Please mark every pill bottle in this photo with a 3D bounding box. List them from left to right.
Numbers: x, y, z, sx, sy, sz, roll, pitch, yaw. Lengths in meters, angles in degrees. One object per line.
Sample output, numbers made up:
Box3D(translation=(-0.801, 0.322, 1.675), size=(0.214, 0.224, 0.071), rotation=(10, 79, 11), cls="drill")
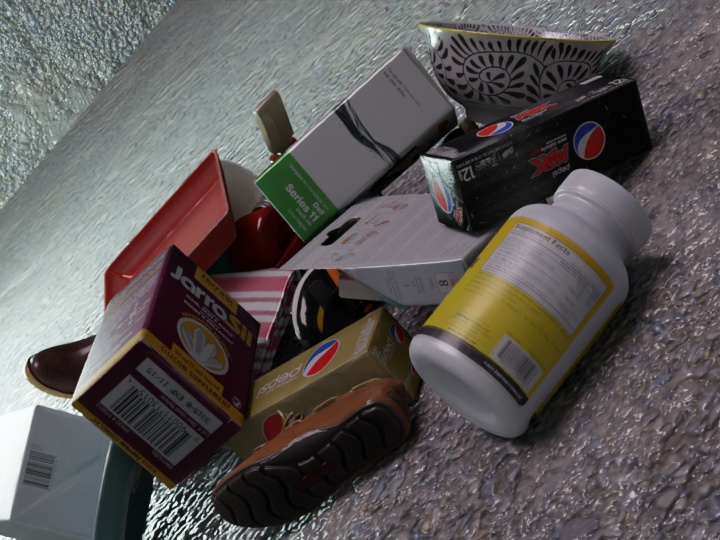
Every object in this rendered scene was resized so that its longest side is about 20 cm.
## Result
Box3D(translation=(0.137, 0.021, 1.208), size=(0.200, 0.112, 0.112), rotation=(-50, 21, -16), cls="pill bottle")

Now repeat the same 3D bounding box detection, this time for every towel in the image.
Box3D(translation=(-0.143, 0.090, 1.621), size=(0.145, 0.030, 0.201), rotation=(-1, 60, 40), cls="towel")

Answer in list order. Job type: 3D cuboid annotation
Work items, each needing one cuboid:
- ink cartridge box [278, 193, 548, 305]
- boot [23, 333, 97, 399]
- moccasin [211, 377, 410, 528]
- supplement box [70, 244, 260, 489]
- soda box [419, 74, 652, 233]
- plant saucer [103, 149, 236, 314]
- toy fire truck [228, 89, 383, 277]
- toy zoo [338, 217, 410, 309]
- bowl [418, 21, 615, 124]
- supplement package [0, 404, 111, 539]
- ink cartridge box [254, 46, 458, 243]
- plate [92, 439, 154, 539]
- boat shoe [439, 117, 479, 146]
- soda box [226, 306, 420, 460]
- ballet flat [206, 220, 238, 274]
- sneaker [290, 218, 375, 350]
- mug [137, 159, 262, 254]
Box3D(translation=(0.052, -0.021, 1.412), size=(0.199, 0.057, 0.162), rotation=(-8, 22, 36), cls="ink cartridge box")
Box3D(translation=(-0.282, 0.071, 1.823), size=(0.167, 0.199, 0.073), rotation=(-52, 56, 32), cls="boot")
Box3D(translation=(-0.045, 0.156, 1.355), size=(0.201, 0.074, 0.078), rotation=(-40, 14, 18), cls="moccasin")
Box3D(translation=(-0.178, 0.088, 1.477), size=(0.103, 0.131, 0.200), rotation=(-41, 19, 19), cls="supplement box")
Box3D(translation=(0.156, -0.105, 1.372), size=(0.199, 0.071, 0.063), rotation=(-25, 20, -19), cls="soda box")
Box3D(translation=(-0.205, -0.020, 1.716), size=(0.200, 0.037, 0.200), rotation=(-47, 23, 12), cls="plant saucer")
Box3D(translation=(-0.083, -0.081, 1.708), size=(0.128, 0.200, 0.177), rotation=(-18, 32, 51), cls="toy fire truck")
Box3D(translation=(0.053, -0.016, 1.454), size=(0.130, 0.021, 0.200), rotation=(-1, 28, 9), cls="toy zoo")
Box3D(translation=(0.155, -0.197, 1.584), size=(0.201, 0.199, 0.095), rotation=(-139, 51, -70), cls="bowl")
Box3D(translation=(-0.331, 0.221, 1.643), size=(0.200, 0.119, 0.122), rotation=(-20, 57, 59), cls="supplement package")
Box3D(translation=(0.000, -0.121, 1.570), size=(0.200, 0.083, 0.147), rotation=(-42, -4, 4), cls="ink cartridge box")
Box3D(translation=(-0.224, 0.217, 1.513), size=(0.200, 0.025, 0.202), rotation=(10, -90, -87), cls="plate")
Box3D(translation=(0.112, -0.100, 1.569), size=(0.068, 0.072, 0.200), rotation=(-41, 9, 7), cls="boat shoe")
Box3D(translation=(-0.035, 0.114, 1.425), size=(0.199, 0.068, 0.064), rotation=(-31, 23, 34), cls="soda box")
Box3D(translation=(-0.184, 0.021, 1.753), size=(0.200, 0.076, 0.064), rotation=(-50, 13, -21), cls="ballet flat")
Box3D(translation=(0.000, 0.000, 1.578), size=(0.090, 0.070, 0.201), rotation=(-28, 24, 46), cls="sneaker")
Box3D(translation=(-0.202, -0.040, 1.916), size=(0.153, 0.186, 0.150), rotation=(-40, 38, 35), cls="mug")
